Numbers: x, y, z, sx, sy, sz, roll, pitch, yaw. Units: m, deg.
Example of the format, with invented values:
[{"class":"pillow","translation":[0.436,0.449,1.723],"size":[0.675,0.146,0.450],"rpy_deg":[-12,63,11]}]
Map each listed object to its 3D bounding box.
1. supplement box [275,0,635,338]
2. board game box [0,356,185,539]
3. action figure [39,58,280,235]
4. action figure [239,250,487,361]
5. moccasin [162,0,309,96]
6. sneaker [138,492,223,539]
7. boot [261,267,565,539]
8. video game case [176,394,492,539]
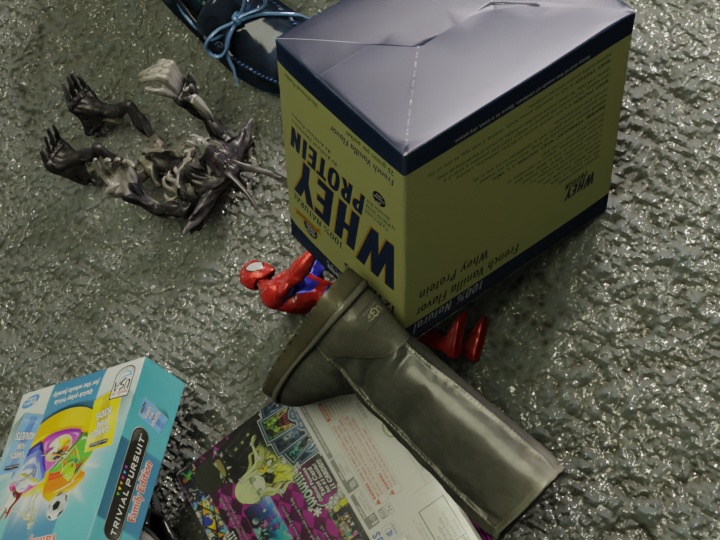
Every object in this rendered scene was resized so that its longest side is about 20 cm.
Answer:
[{"class":"supplement box","translation":[0.063,-0.096,1.197],"size":[0.200,0.200,0.134],"rpy_deg":[-33,58,-22]},{"class":"board game box","translation":[-0.220,0.174,1.308],"size":[0.151,0.047,0.200],"rpy_deg":[-19,46,40]},{"class":"action figure","translation":[-0.166,-0.098,1.400],"size":[0.200,0.102,0.119],"rpy_deg":[14,69,29]},{"class":"action figure","translation":[0.000,0.000,1.310],"size":[0.200,0.065,0.099],"rpy_deg":[11,87,27]},{"class":"moccasin","translation":[-0.110,-0.204,1.424],"size":[0.200,0.068,0.081],"rpy_deg":[33,90,29]},{"class":"sneaker","translation":[-0.180,0.232,1.313],"size":[0.200,0.078,0.140],"rpy_deg":[-6,67,29]},{"class":"boot","translation":[0.034,0.105,1.208],"size":[0.200,0.182,0.073],"rpy_deg":[39,64,2]},{"class":"video game case","translation":[-0.019,0.179,1.278],"size":[0.181,0.036,0.200],"rpy_deg":[-38,62,10]}]
